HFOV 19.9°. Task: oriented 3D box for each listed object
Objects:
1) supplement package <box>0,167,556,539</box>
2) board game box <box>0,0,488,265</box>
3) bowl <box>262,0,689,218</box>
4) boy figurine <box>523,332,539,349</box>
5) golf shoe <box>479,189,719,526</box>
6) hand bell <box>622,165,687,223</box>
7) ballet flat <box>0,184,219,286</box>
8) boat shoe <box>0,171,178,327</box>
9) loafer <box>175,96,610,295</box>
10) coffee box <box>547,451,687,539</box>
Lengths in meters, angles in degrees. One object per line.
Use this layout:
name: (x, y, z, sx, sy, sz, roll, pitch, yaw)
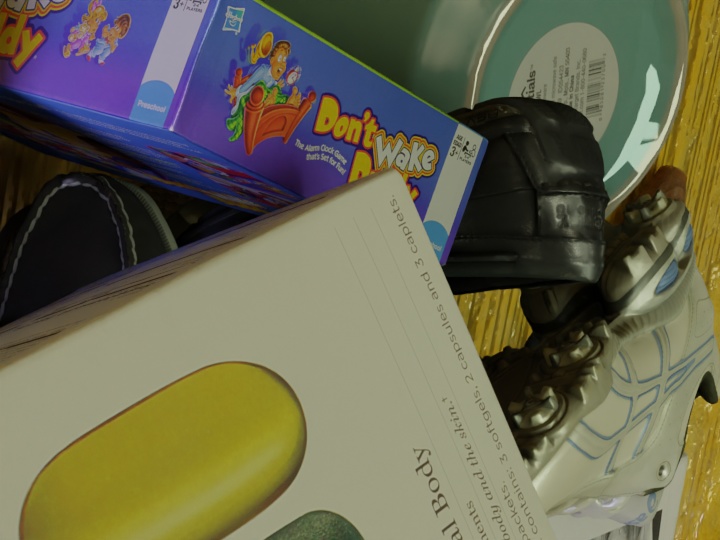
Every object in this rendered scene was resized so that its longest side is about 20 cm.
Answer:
supplement package: (-0.069, 0.089, 0.550, 0.200, 0.150, 0.152, -29, 97, -48)
board game box: (-0.077, -0.061, 0.663, 0.134, 0.200, 0.045, 26, 83, -50)
bowl: (0.051, -0.084, 0.792, 0.200, 0.105, 0.202, -18, 120, -34)
boy figurine: (0.045, 0.113, 0.948, 0.200, 0.124, 0.064, -50, 171, 24)
golf shoe: (0.077, 0.059, 0.703, 0.200, 0.078, 0.097, -46, 115, -42)
hand bell: (0.127, 0.034, 1.042, 0.104, 0.104, 0.201, 49, 55, -46)
ballet flat: (-0.057, -0.019, 0.823, 0.200, 0.046, 0.068, -18, 119, -43)
boat shoe: (-0.099, 0.055, 0.689, 0.061, 0.071, 0.202, 42, 45, -63)
loafer: (0.000, 0.000, 0.717, 0.068, 0.200, 0.071, 6, 70, -48)
coffee box: (-0.022, 0.147, 0.810, 0.200, 0.199, 0.199, -7, 110, -47)
